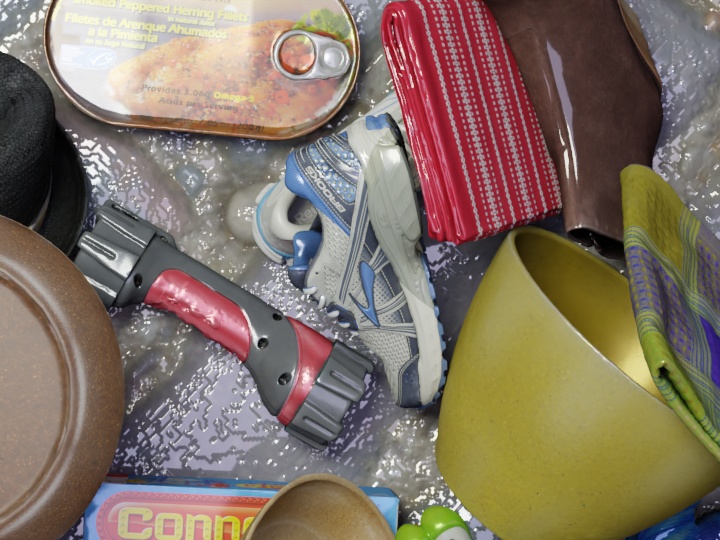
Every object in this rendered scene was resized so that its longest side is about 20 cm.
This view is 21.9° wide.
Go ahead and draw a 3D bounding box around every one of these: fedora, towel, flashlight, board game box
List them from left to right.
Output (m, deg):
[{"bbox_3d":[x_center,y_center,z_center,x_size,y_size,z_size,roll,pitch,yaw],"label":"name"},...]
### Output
[{"bbox_3d":[-0.245,-0.069,1.091,0.199,0.092,0.202,14,50,-17],"label":"fedora"},{"bbox_3d":[-0.091,0.036,1.164,0.199,0.068,0.068,30,97,-5],"label":"flashlight"},{"bbox_3d":[-0.080,0.232,1.168,0.198,0.056,0.197,3,90,-5],"label":"board game box"},{"bbox_3d":[0.082,-0.098,1.134,0.022,0.200,0.146,-13,92,33],"label":"towel"},{"bbox_3d":[0.201,0.033,1.076,0.023,0.201,0.144,-32,117,25],"label":"towel"}]

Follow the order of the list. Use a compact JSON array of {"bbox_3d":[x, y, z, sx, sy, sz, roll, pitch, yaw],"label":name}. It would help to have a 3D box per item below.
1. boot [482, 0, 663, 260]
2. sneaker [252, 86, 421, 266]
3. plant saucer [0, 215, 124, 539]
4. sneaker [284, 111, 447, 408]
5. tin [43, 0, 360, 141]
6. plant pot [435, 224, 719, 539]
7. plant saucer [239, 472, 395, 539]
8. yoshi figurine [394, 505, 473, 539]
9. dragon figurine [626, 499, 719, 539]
[{"bbox_3d":[0.129,-0.105,1.123,0.072,0.200,0.168,-14,67,33],"label":"boot"},{"bbox_3d":[0.021,-0.073,1.165,0.200,0.087,0.075,-40,91,-6],"label":"sneaker"},{"bbox_3d":[-0.224,0.065,0.970,0.199,0.034,0.202,0,89,-2],"label":"plant saucer"},{"bbox_3d":[0.000,0.000,1.121,0.085,0.077,0.201,-12,120,2],"label":"sneaker"},{"bbox_3d":[-0.100,-0.142,1.179,0.198,0.042,0.113,6,93,-5],"label":"tin"},{"bbox_3d":[0.126,0.090,1.137,0.200,0.200,0.142,38,107,-4],"label":"plant pot"},{"bbox_3d":[-0.031,0.219,1.072,0.035,0.200,0.202,-8,90,32],"label":"plant saucer"},{"bbox_3d":[0.087,0.234,1.128,0.201,0.112,0.113,56,47,-25],"label":"yoshi figurine"},{"bbox_3d":[0.206,0.169,1.193,0.200,0.059,0.100,-41,94,-3],"label":"dragon figurine"}]
